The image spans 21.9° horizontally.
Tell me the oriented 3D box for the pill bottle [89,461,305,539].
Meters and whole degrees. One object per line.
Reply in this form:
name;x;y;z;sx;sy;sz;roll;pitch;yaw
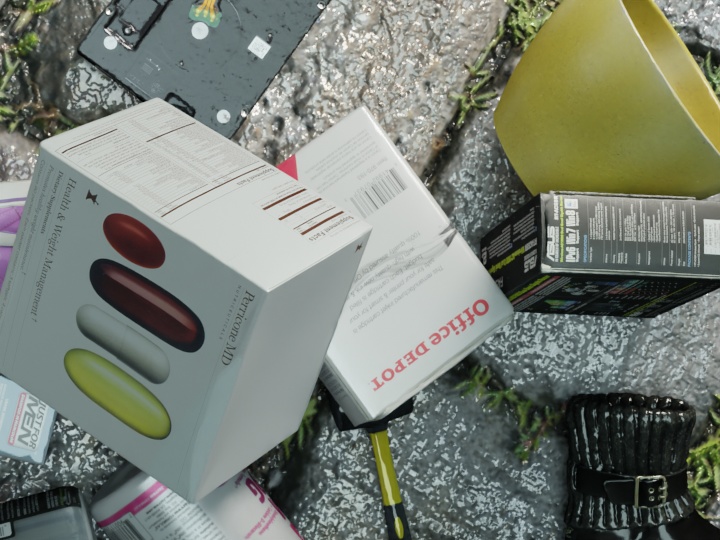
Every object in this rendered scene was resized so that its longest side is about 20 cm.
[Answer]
pill bottle;-0.104;0.220;1.425;0.113;0.113;0.200;-40;98;-6

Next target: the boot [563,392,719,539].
boot;0.261;0.183;1.498;0.210;0.079;0.159;7;91;-8

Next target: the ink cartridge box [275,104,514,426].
ink cartridge box;0.000;0.000;1.429;0.145;0.083;0.200;-36;88;-14

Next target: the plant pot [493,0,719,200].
plant pot;0.189;-0.118;1.438;0.142;0.200;0.200;-33;97;19

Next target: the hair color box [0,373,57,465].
hair color box;-0.327;0.090;1.394;0.199;0.099;0.061;16;88;-9

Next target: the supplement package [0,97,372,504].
supplement package;-0.133;0.018;1.328;0.199;0.147;0.192;31;121;18

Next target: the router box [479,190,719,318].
router box;0.183;-0.009;1.419;0.149;0.200;0.063;2;80;-10

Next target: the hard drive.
hard drive;-0.109;-0.210;1.450;0.139;0.038;0.200;35;87;-8

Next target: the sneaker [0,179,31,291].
sneaker;-0.309;-0.008;1.410;0.199;0.073;0.115;-4;95;-9

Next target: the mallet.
mallet;0.015;0.180;1.484;0.065;0.041;0.201;-6;96;-10

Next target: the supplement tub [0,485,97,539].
supplement tub;-0.292;0.243;1.393;0.199;0.123;0.123;-15;94;-8
